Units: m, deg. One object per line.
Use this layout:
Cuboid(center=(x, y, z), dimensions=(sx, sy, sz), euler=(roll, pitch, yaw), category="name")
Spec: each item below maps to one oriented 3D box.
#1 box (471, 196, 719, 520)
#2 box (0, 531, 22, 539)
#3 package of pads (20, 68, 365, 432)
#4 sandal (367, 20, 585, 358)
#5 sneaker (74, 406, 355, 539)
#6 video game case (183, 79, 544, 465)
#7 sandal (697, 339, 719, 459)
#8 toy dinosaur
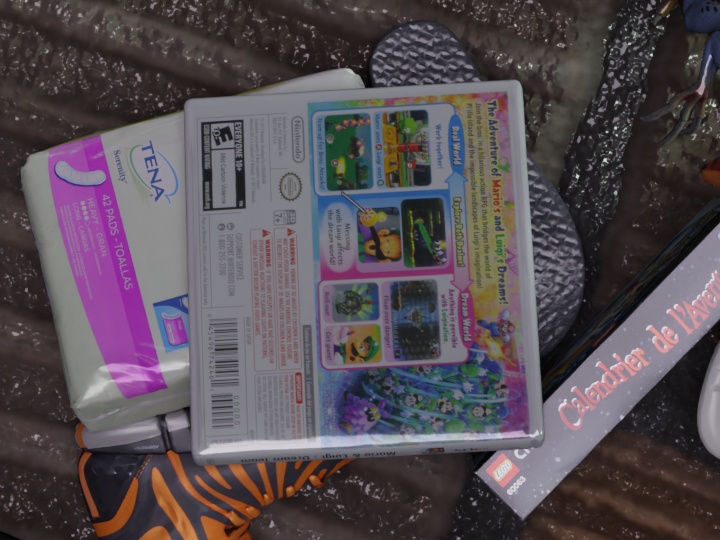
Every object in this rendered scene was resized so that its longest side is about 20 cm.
Cuboid(center=(0.141, 0.044, 1.536), dimensions=(0.038, 0.137, 0.200), euler=(44, 93, -1), category="box")
Cuboid(center=(-0.175, 0.190, 1.514), dimensions=(0.199, 0.199, 0.050), euler=(23, 93, 0), category="box")
Cuboid(center=(-0.075, -0.015, 1.547), dimensions=(0.199, 0.068, 0.155), euler=(-15, 71, -2), category="package of pads")
Cuboid(center=(0.068, -0.045, 1.585), dimensions=(0.076, 0.043, 0.201), euler=(-21, 83, -6), category="sandal")
Cuboid(center=(-0.055, 0.122, 1.580), dimensions=(0.199, 0.078, 0.112), euler=(-8, 97, 11), category="sneaker")
Cuboid(center=(0.000, 0.000, 1.489), dimensions=(0.181, 0.024, 0.201), euler=(-3, 71, 2), category="video game case")
Cuboid(center=(0.247, 0.019, 1.582), dimensions=(0.082, 0.050, 0.203), euler=(33, 80, -16), category="sandal")
Cuboid(center=(0.200, -0.122, 1.505), dimensions=(0.105, 0.182, 0.201), euler=(-9, 114, -4), category="toy dinosaur")
